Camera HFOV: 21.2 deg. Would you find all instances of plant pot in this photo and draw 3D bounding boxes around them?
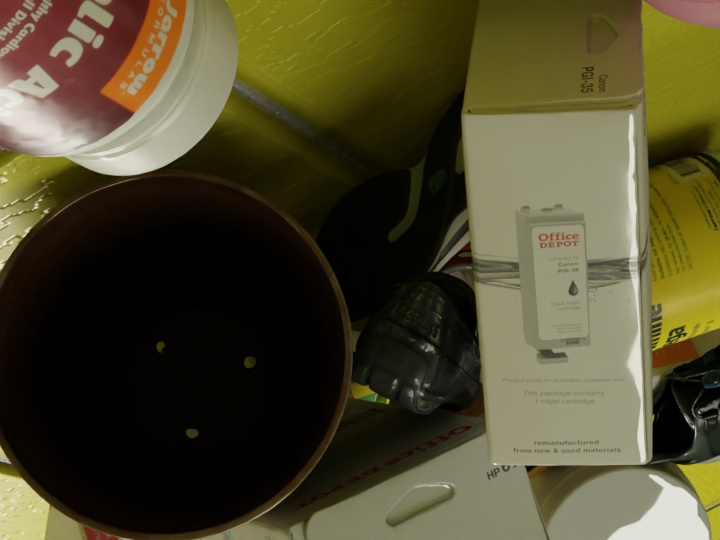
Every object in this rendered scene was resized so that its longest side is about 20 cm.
[{"bbox_3d":[-0.097,0.055,1.057,0.187,0.187,0.200,-22,173,-3],"label":"plant pot"}]

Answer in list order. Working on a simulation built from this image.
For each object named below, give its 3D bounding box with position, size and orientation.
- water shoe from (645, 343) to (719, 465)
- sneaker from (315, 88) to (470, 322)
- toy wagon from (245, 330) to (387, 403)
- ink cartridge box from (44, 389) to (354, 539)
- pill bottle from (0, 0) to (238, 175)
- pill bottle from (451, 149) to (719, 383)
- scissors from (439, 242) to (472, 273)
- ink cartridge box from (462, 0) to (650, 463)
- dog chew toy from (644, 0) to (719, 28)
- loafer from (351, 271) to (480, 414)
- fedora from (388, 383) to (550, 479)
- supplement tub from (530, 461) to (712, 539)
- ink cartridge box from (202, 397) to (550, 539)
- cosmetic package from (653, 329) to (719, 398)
[{"bbox_3d":[0.249,0.080,1.274,0.079,0.072,0.200,-9,152,-32],"label":"water shoe"},{"bbox_3d":[0.066,-0.032,1.119,0.115,0.076,0.200,7,140,-46],"label":"sneaker"},{"bbox_3d":[-0.050,0.080,1.290,0.155,0.040,0.200,-17,155,-16],"label":"toy wagon"},{"bbox_3d":[-0.097,0.159,1.261,0.200,0.083,0.147,-14,153,-20],"label":"ink cartridge box"},{"bbox_3d":[-0.134,-0.109,0.728,0.114,0.114,0.200,-30,155,15],"label":"pill bottle"},{"bbox_3d":[0.157,0.002,1.227,0.200,0.113,0.112,-18,156,-12],"label":"pill bottle"},{"bbox_3d":[0.000,0.000,1.188,0.200,0.073,0.014,-5,173,20],"label":"scissors"},{"bbox_3d":[0.101,-0.025,0.957,0.083,0.147,0.200,-2,121,9],"label":"ink cartridge box"},{"bbox_3d":[0.164,-0.168,0.879,0.124,0.125,0.200,-27,163,8],"label":"dog chew toy"},{"bbox_3d":[0.041,0.037,1.059,0.070,0.068,0.201,-62,171,2],"label":"loafer"},{"bbox_3d":[0.076,0.104,1.299,0.200,0.082,0.201,-25,163,-8],"label":"fedora"},{"bbox_3d":[0.172,0.168,1.436,0.132,0.132,0.200,-22,-163,-3],"label":"supplement tub"},{"bbox_3d":[-0.007,0.141,1.100,0.144,0.085,0.200,-23,-171,-24],"label":"ink cartridge box"},{"bbox_3d":[0.240,0.037,1.388,0.200,0.101,0.071,-11,153,-28],"label":"cosmetic package"}]
